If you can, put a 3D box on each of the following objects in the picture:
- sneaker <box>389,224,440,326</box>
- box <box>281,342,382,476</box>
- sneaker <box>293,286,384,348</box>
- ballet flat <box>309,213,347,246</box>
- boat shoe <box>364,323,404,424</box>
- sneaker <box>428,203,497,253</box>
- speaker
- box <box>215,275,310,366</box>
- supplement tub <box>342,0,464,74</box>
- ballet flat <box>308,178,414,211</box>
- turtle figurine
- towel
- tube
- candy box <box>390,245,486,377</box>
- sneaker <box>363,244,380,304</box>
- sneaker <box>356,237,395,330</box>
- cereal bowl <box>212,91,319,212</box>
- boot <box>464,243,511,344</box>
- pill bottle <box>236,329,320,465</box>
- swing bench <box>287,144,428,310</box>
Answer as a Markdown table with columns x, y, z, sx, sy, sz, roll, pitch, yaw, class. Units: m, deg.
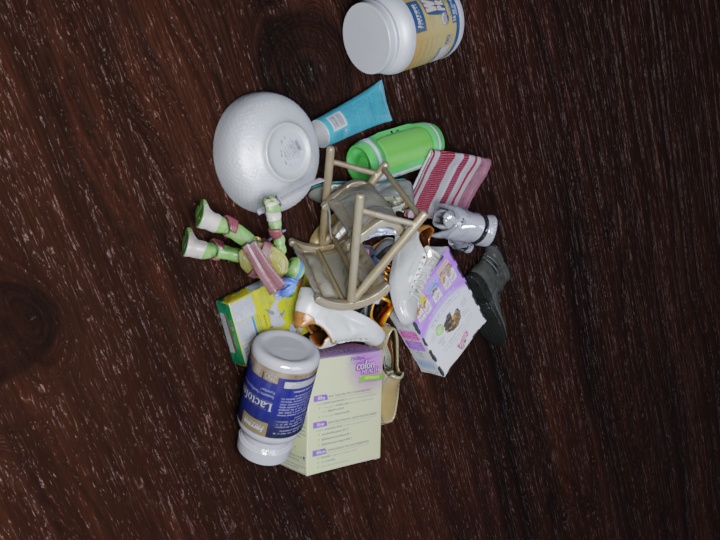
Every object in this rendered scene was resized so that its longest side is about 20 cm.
| x | y | z | sx | sy | sz | roll | pitch | yaw | class |
| --- | --- | --- | --- | --- | --- | --- | --- | --- | --- |
| 0.104 | 0.002 | 1.528 | 0.073 | 0.083 | 0.203 | 36 | 51 | -53 | sneaker |
| -0.055 | 0.243 | 1.476 | 0.174 | 0.096 | 0.204 | -3 | 97 | -41 | box |
| -0.042 | 0.105 | 1.427 | 0.199 | 0.072 | 0.086 | 30 | 71 | -36 | sneaker |
| -0.010 | -0.085 | 1.508 | 0.199 | 0.062 | 0.070 | -37 | 119 | -33 | ballet flat |
| 0.050 | 0.203 | 1.579 | 0.071 | 0.076 | 0.204 | -16 | 105 | -40 | boat shoe |
| 0.186 | -0.086 | 1.628 | 0.113 | 0.200 | 0.076 | 15 | 84 | -12 | sneaker |
| 0.067 | -0.222 | 1.552 | 0.198 | 0.088 | 0.090 | -23 | 109 | -38 | speaker |
| -0.144 | 0.067 | 1.413 | 0.198 | 0.048 | 0.119 | -26 | 112 | -36 | box |
| 0.079 | -0.442 | 1.500 | 0.199 | 0.143 | 0.147 | -27 | 112 | -37 | supplement tub |
| 0.006 | -0.126 | 1.475 | 0.197 | 0.067 | 0.065 | -6 | 71 | -18 | ballet flat |
| -0.180 | -0.063 | 1.325 | 0.191 | 0.143 | 0.204 | 16 | 74 | -26 | turtle figurine |
| 0.174 | -0.166 | 1.637 | 0.198 | 0.023 | 0.146 | -1 | 122 | -49 | towel |
| -0.011 | -0.282 | 1.504 | 0.199 | 0.050 | 0.079 | -34 | 120 | -40 | tube |
| 0.150 | 0.082 | 1.663 | 0.168 | 0.071 | 0.201 | -47 | 122 | -29 | candy box |
| 0.000 | 0.000 | 1.444 | 0.074 | 0.200 | 0.086 | 12 | 101 | -12 | sneaker |
| 0.041 | 0.035 | 1.557 | 0.078 | 0.077 | 0.203 | 27 | 74 | -38 | sneaker |
| -0.143 | -0.195 | 1.366 | 0.198 | 0.083 | 0.204 | -5 | 97 | -41 | cereal bowl |
| 0.299 | 0.051 | 1.802 | 0.131 | 0.067 | 0.202 | -46 | 123 | -36 | boot |
| -0.140 | 0.210 | 1.351 | 0.114 | 0.115 | 0.203 | -7 | 121 | -41 | pill bottle |
| -0.013 | -0.064 | 1.349 | 0.128 | 0.200 | 0.202 | 12 | 116 | -26 | swing bench |
